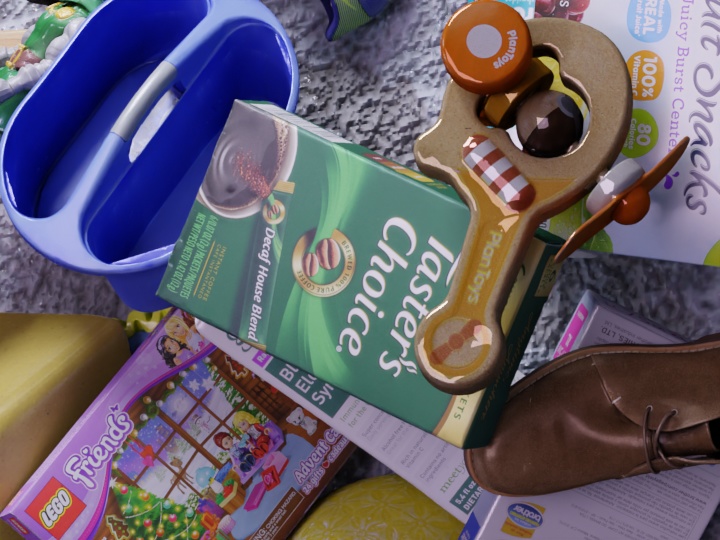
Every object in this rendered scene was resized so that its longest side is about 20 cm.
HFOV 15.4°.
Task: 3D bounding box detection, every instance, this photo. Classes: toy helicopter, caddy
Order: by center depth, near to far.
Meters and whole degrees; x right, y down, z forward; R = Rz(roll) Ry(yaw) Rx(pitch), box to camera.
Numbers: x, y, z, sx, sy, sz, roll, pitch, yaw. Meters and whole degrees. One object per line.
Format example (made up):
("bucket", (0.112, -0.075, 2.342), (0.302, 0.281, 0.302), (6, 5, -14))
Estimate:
("toy helicopter", (0.085, -0.030, 1.348), (0.131, 0.079, 0.201), (18, 80, 10))
("caddy", (-0.120, -0.076, 1.541), (0.141, 0.105, 0.201), (29, 70, 16))

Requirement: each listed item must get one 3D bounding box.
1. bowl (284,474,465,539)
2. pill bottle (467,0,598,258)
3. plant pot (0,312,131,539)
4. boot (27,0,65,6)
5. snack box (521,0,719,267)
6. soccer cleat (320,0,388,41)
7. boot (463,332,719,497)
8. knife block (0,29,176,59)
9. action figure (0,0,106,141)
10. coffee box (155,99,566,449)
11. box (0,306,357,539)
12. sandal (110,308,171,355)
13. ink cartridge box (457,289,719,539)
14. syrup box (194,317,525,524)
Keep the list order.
("bowl", (0.000, 0.218, 1.552), (0.199, 0.107, 0.202), (-4, 82, 30))
("pill bottle", (0.112, -0.111, 1.524), (0.110, 0.111, 0.202), (3, 86, 31))
("plant pot", (-0.254, 0.153, 1.617), (0.194, 0.200, 0.196), (2, 115, 30))
("boot", (-0.139, -0.259, 1.709), (0.167, 0.076, 0.202), (8, 95, 35))
("snack box", (0.176, -0.106, 1.400), (0.167, 0.068, 0.202), (8, 99, 23))
("soccer cleat", (-0.064, -0.221, 1.619), (0.200, 0.065, 0.084), (41, 97, -10))
("boot", (0.153, 0.080, 1.422), (0.198, 0.076, 0.074), (-15, 108, -2))
("knife block", (-0.172, -0.117, 1.661), (0.175, 0.199, 0.065), (-13, 74, 59))
("action figure", (-0.212, -0.103, 1.605), (0.200, 0.055, 0.118), (-53, 28, -5))
("coffee box", (0.000, 0.000, 1.426), (0.199, 0.044, 0.124), (27, 99, 20))
("box", (-0.096, 0.112, 1.562), (0.137, 0.039, 0.200), (42, 71, -8))
("sandal", (-0.111, 0.062, 1.657), (0.199, 0.079, 0.088), (-26, 76, 27))
("ink cartridge box", (0.134, 0.125, 1.487), (0.119, 0.042, 0.201), (25, 97, -12))
("syrup box", (0.007, 0.051, 1.526), (0.199, 0.081, 0.079), (36, 100, -8))
